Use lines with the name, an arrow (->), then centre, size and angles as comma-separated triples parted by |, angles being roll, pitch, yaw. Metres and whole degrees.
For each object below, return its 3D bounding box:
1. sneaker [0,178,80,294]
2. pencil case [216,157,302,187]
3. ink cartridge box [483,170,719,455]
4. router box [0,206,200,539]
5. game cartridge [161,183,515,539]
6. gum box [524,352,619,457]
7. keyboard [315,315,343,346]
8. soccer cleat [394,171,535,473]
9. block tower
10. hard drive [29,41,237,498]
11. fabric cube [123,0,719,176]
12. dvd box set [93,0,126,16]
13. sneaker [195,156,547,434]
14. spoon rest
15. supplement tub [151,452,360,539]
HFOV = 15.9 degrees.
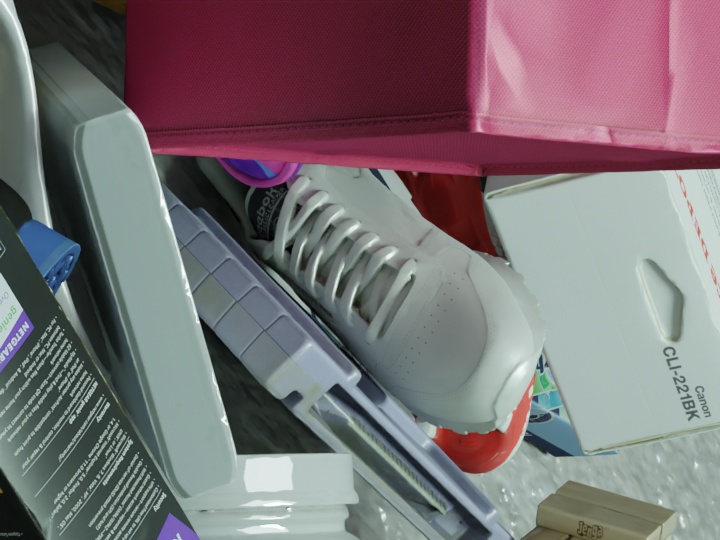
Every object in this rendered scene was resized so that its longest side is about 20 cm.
sneaker -> -0.157, 0.021, 0.846 | 0.078, 0.200, 0.070 | 39, 50, -1
pencil case -> -0.010, -0.126, 1.084 | 0.200, 0.088, 0.089 | -53, 128, -33
ink cartridge box -> 0.127, -0.031, 1.207 | 0.200, 0.083, 0.145 | -75, 146, -59
router box -> -0.167, 0.041, 0.777 | 0.052, 0.199, 0.158 | -56, 131, -40
game cartridge -> -0.014, 0.047, 1.079 | 0.038, 0.130, 0.200 | -41, 139, 2
gum box -> 0.084, -0.026, 1.305 | 0.170, 0.044, 0.201 | 31, 61, -50
keyboard -> -0.020, -0.066, 1.181 | 0.056, 0.011, 0.201 | -28, 109, -47
soccer cleat -> 0.047, -0.009, 1.182 | 0.085, 0.068, 0.201 | -18, 96, -69
block tower -> 0.091, 0.198, 1.138 | 0.054, 0.058, 0.201 | -26, 127, -58
hard drive -> -0.089, -0.007, 0.940 | 0.200, 0.026, 0.133 | -138, -148, -73
fabric cube -> 0.043, -0.140, 0.942 | 0.199, 0.196, 0.201 | 2, 90, -43
dvd box set -> -0.114, -0.188, 1.040 | 0.200, 0.029, 0.147 | 20, 70, -55
sneaker -> 0.000, 0.000, 1.069 | 0.080, 0.200, 0.077 | 27, 99, -42
spoon rest -> -0.125, -0.044, 0.864 | 0.100, 0.060, 0.201 | -113, 177, -53
supplement tub -> -0.060, 0.171, 0.971 | 0.145, 0.145, 0.201 | 6, 80, -56
